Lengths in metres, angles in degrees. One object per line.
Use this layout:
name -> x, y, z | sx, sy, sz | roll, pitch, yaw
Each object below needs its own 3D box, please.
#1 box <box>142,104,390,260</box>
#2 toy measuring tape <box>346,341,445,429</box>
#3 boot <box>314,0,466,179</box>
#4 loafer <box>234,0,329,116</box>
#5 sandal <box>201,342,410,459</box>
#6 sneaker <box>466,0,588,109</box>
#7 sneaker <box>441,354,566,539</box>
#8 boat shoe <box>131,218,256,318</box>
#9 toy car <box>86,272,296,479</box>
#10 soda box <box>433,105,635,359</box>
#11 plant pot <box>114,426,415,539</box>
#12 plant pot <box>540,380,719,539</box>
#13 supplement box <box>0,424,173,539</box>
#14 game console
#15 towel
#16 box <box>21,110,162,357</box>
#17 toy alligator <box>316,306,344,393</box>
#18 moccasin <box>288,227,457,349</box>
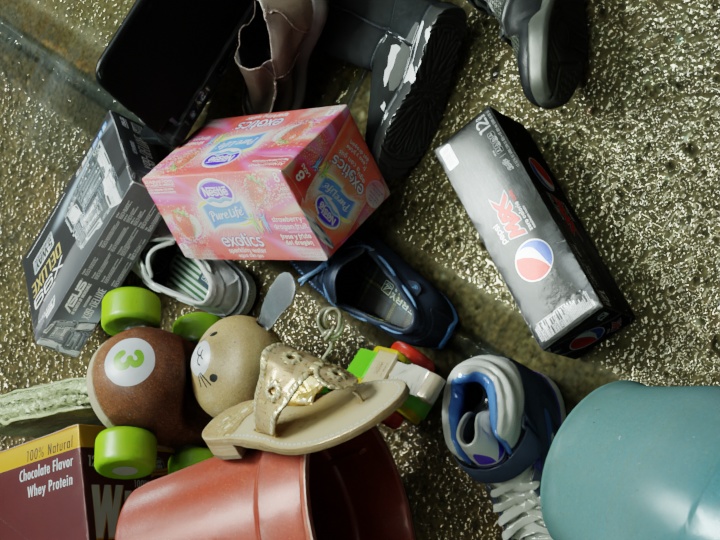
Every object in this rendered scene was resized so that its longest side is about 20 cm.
box -> -0.087, -0.075, 1.162 | 0.199, 0.095, 0.103 | 2, 39, 46
toy measuring tape -> 0.044, 0.099, 1.062 | 0.200, 0.073, 0.075 | -175, 98, -71
boot -> -0.009, -0.195, 1.190 | 0.199, 0.065, 0.166 | 31, 103, 36
loafer -> -0.087, -0.202, 1.196 | 0.074, 0.070, 0.201 | 63, 153, 26
sandal -> -0.061, 0.090, 0.966 | 0.210, 0.078, 0.070 | -18, 110, 46
sneaker -> 0.127, -0.220, 1.095 | 0.113, 0.076, 0.202 | -15, 69, 34
sneaker -> 0.112, 0.163, 0.984 | 0.080, 0.146, 0.203 | -19, 70, 31
boat shoe -> -0.186, -0.014, 1.280 | 0.199, 0.066, 0.074 | 23, 94, 38
toy car -> -0.127, 0.084, 1.136 | 0.199, 0.157, 0.166 | -28, 53, 38
soda box -> 0.139, -0.031, 1.050 | 0.063, 0.070, 0.201 | -37, 62, 23
plant pot -> -0.080, 0.225, 1.059 | 0.193, 0.200, 0.203 | -17, 71, 21
plant pot -> 0.231, 0.167, 0.884 | 0.187, 0.199, 0.202 | 21, 93, 51
supplement box -> -0.281, 0.272, 1.253 | 0.196, 0.132, 0.203 | -20, 70, 31
game console -> -0.171, -0.230, 1.219 | 0.201, 0.116, 0.176 | -58, 23, -7
towel -> -0.271, 0.134, 1.266 | 0.198, 0.148, 0.037 | -16, 70, 35
box -> -0.270, -0.038, 1.315 | 0.201, 0.049, 0.158 | -55, 32, 19
toy alligator -> -0.044, 0.124, 1.155 | 0.054, 0.059, 0.203 | -125, 45, -76
moccasin -> 0.000, 0.000, 1.144 | 0.199, 0.068, 0.081 | 26, 96, 36
